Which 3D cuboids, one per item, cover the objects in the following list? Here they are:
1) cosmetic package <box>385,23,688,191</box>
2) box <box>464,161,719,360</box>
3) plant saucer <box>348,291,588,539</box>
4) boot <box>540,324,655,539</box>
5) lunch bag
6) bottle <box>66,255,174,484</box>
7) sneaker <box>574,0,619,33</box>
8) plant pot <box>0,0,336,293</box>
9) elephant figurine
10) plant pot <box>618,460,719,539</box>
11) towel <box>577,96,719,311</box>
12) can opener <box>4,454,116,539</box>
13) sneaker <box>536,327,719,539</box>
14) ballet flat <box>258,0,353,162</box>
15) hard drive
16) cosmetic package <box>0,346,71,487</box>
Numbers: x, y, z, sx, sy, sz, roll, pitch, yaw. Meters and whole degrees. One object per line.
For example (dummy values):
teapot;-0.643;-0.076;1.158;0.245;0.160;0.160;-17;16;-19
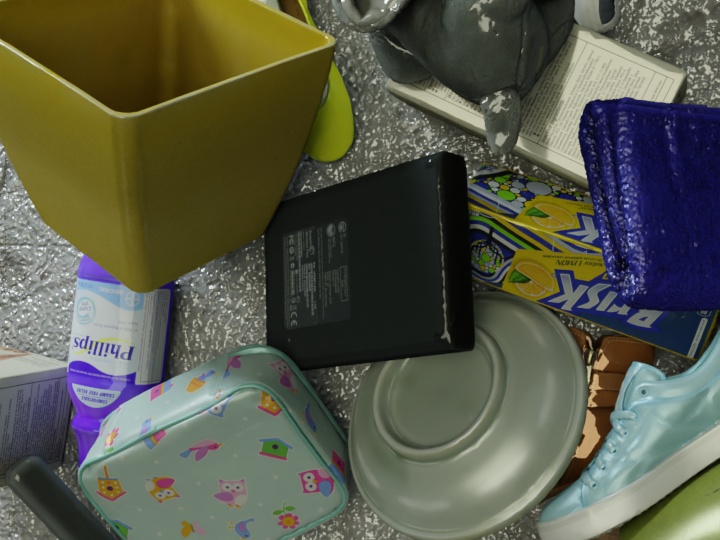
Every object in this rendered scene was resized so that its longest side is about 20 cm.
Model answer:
cosmetic package;0.133;-0.137;0.750;0.199;0.073;0.104;29;97;17
box;0.166;-0.010;0.730;0.199;0.070;0.065;20;129;18
plant saucer;0.065;0.094;0.728;0.199;0.050;0.201;-21;48;25
boot;0.123;0.113;0.747;0.199;0.077;0.157;6;90;19
lunch bag;-0.113;0.161;0.799;0.199;0.077;0.161;-27;115;18
bottle;-0.212;0.086;0.862;0.083;0.065;0.202;8;91;20
sneaker;0.107;-0.247;0.758;0.129;0.079;0.200;-26;81;17
plant pot;-0.160;-0.105;0.762;0.199;0.200;0.177;32;132;30
elephant figurine;0.041;-0.195;0.692;0.199;0.155;0.142;15;135;27
plant pot;0.275;0.184;0.633;0.199;0.187;0.188;-18;84;13
towel;0.248;-0.048;0.657;0.199;0.050;0.149;-2;70;-20
can opener;-0.218;0.229;0.846;0.200;0.053;0.067;47;63;-12
sneaker;0.193;0.109;0.676;0.199;0.074;0.082;-35;77;0
ballet flat;-0.063;-0.186;0.818;0.066;0.067;0.201;-20;83;16
hard drive;0.000;0.000;0.757;0.199;0.033;0.141;-12;76;46
cosmetic package;-0.338;0.128;0.831;0.087;0.200;0.104;12;93;17
